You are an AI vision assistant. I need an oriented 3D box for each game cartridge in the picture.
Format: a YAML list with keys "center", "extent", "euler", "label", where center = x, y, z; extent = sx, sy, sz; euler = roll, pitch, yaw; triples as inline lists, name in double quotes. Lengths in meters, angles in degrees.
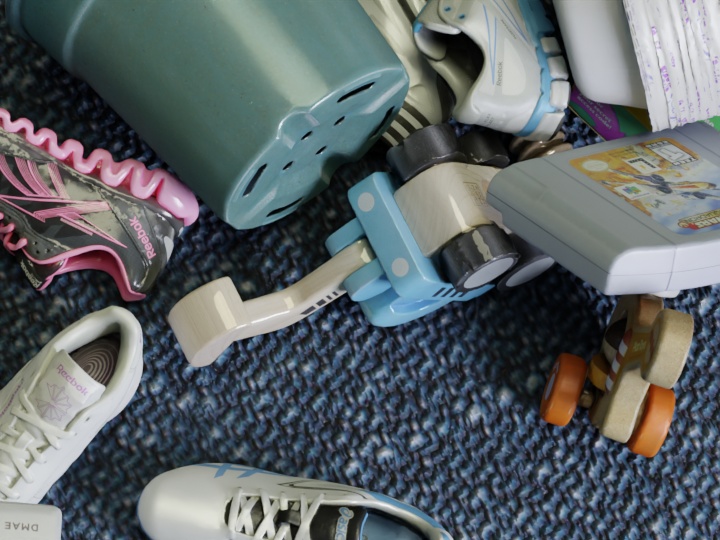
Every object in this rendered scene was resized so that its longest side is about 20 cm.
- center: [0.194, -0.039, 1.652]
  extent: [0.200, 0.042, 0.133]
  euler: [-15, 33, -38]
  label: "game cartridge"

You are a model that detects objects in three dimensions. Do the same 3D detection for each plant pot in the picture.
- center: [-0.084, -0.145, 1.655]
  extent: [0.200, 0.200, 0.196]
  euler: [-34, 75, -23]
  label: "plant pot"

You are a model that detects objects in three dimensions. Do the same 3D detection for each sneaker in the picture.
- center: [-0.038, 0.156, 1.621]
  extent: [0.199, 0.073, 0.072]
  euler: [12, 67, -6]
  label: "sneaker"
- center: [-0.018, -0.165, 1.755]
  extent: [0.115, 0.076, 0.201]
  euler: [-34, 81, -25]
  label: "sneaker"
- center: [-0.207, -0.039, 1.668]
  extent: [0.199, 0.079, 0.096]
  euler: [19, 76, -3]
  label: "sneaker"
- center: [-0.204, 0.094, 1.593]
  extent: [0.075, 0.100, 0.200]
  euler: [38, 66, 2]
  label: "sneaker"
- center: [0.070, -0.176, 1.714]
  extent: [0.086, 0.075, 0.200]
  euler: [1, 56, -27]
  label: "sneaker"

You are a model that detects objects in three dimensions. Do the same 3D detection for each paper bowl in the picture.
- center: [0.172, -0.187, 1.682]
  extent: [0.104, 0.201, 0.201]
  euler: [-16, 71, 5]
  label: "paper bowl"

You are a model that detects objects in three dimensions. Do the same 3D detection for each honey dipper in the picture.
- center: [0.087, -0.136, 1.794]
  extent: [0.038, 0.038, 0.200]
  euler: [-25, 71, -21]
  label: "honey dipper"

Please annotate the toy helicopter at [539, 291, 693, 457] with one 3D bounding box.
- center: [0.179, 0.042, 1.645]
  extent: [0.079, 0.200, 0.133]
  euler: [20, 85, -4]
  label: "toy helicopter"

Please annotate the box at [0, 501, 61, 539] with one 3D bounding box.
- center: [-0.275, 0.213, 1.471]
  extent: [0.199, 0.199, 0.131]
  euler: [5, 67, -11]
  label: "box"

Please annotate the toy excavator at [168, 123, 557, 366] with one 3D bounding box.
- center: [0.000, 0.000, 1.684]
  extent: [0.194, 0.200, 0.100]
  euler: [1, 57, -61]
  label: "toy excavator"

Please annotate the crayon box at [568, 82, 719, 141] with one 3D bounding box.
- center: [0.270, -0.110, 1.809]
  extent: [0.200, 0.058, 0.173]
  euler: [44, 67, 8]
  label: "crayon box"
